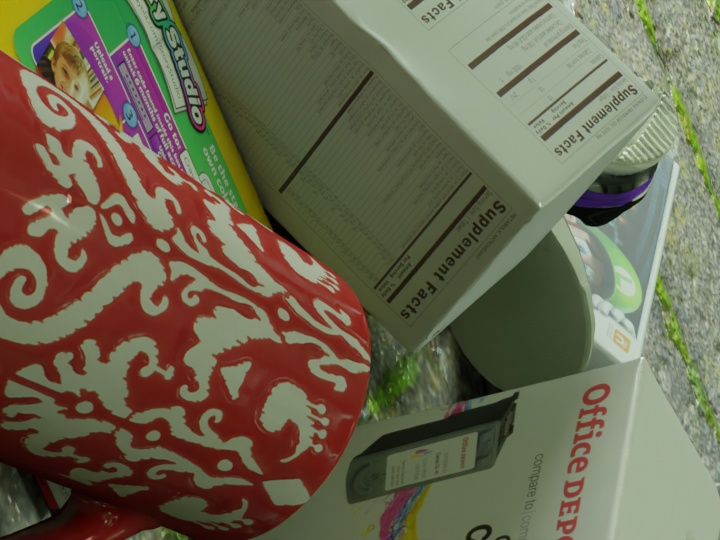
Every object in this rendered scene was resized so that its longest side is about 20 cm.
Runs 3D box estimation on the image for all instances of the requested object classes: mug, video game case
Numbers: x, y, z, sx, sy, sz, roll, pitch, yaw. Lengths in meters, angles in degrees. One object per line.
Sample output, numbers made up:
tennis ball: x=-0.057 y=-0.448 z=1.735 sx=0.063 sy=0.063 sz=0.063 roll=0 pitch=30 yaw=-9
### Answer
mug: x=-0.116 y=0.023 z=0.980 sx=0.200 sy=0.178 sz=0.134 roll=29 pitch=21 yaw=-39
video game case: x=0.090 y=-0.054 z=1.533 sx=0.182 sy=0.023 sz=0.200 roll=41 pitch=34 yaw=-16

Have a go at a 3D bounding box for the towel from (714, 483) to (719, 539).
towel: x=0.189 y=0.209 z=1.432 sx=0.200 sy=0.085 sz=0.166 roll=41 pitch=43 yaw=-56

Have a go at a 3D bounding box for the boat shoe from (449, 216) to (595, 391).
boat shoe: x=0.068 y=-0.035 z=1.349 sx=0.072 sy=0.070 sz=0.201 roll=-67 pitch=144 yaw=-54

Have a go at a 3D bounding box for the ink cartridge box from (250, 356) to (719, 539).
ink cartridge box: x=0.031 y=0.128 z=1.154 sx=0.086 sy=0.200 sz=0.148 roll=59 pitch=27 yaw=-29

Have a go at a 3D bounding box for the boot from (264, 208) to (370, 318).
boot: x=0.000 y=0.000 z=1.327 sx=0.155 sy=0.074 sz=0.200 roll=45 pitch=39 yaw=-53

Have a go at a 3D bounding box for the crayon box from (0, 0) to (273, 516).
crayon box: x=-0.107 y=-0.032 z=1.134 sx=0.200 sy=0.058 sz=0.173 roll=67 pitch=24 yaw=-15

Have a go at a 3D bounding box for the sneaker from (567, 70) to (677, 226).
sneaker: x=0.052 y=-0.077 z=1.425 sx=0.070 sy=0.200 sz=0.100 roll=-57 pitch=170 yaw=-31

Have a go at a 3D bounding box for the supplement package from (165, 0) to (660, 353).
supplement package: x=0.005 y=-0.086 z=1.218 sx=0.200 sy=0.114 sz=0.110 roll=45 pitch=43 yaw=5

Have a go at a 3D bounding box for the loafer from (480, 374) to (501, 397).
loafer: x=0.085 y=0.059 z=1.502 sx=0.072 sy=0.063 sz=0.200 roll=27 pitch=39 yaw=-18
